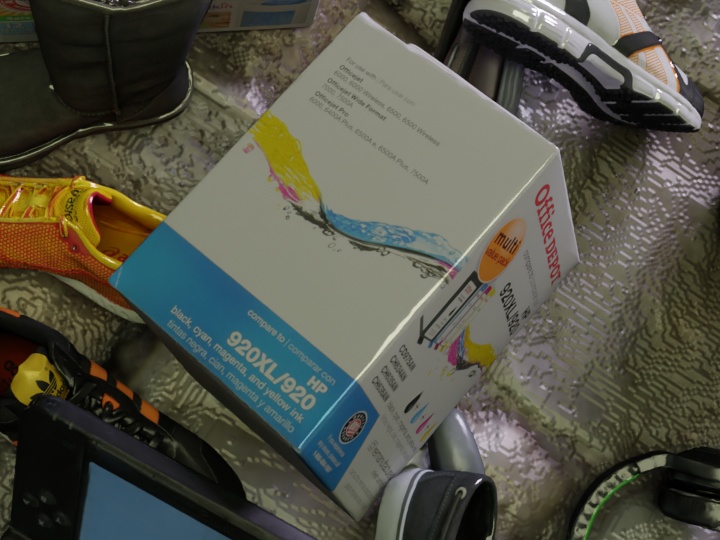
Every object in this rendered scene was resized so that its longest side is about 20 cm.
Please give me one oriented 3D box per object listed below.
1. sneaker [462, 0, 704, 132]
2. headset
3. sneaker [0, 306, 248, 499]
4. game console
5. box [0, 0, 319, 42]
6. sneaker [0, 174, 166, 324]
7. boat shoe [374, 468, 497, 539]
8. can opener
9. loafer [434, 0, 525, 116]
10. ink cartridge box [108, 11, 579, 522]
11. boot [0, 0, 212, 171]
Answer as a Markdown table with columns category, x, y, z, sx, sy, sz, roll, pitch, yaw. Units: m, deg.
| category | x | y | z | sx | sy | sz | roll | pitch | yaw |
| --- | --- | --- | --- | --- | --- | --- | --- | --- | --- |
| sneaker | 0.146 | -0.140 | 0.806 | 0.199 | 0.073 | 0.081 | 26 | 78 | -43 |
| headset | 0.221 | 0.160 | 0.805 | 0.198 | 0.094 | 0.125 | -16 | 86 | 1 |
| sneaker | -0.149 | 0.083 | 0.727 | 0.199 | 0.090 | 0.070 | 31 | 74 | 23 |
| game console | -0.113 | 0.189 | 0.669 | 0.199 | 0.177 | 0.117 | 27 | 43 | 10 |
| box | -0.123 | -0.200 | 0.789 | 0.198 | 0.112 | 0.103 | -5 | 83 | -8 |
| sneaker | -0.181 | -0.031 | 0.770 | 0.198 | 0.077 | 0.074 | 12 | 53 | -11 |
| boat shoe | 0.037 | 0.198 | 0.708 | 0.068 | 0.056 | 0.202 | 33 | 53 | -46 |
| can opener | 0.065 | 0.179 | 0.797 | 0.052 | 0.066 | 0.202 | -21 | 91 | -12 |
| loafer | 0.076 | -0.181 | 0.840 | 0.062 | 0.072 | 0.202 | 8 | 85 | -3 |
| ink cartridge box | 0.000 | 0.000 | 0.742 | 0.144 | 0.147 | 0.200 | 37 | 79 | 24 |
| boot | -0.161 | -0.116 | 0.726 | 0.180 | 0.200 | 0.073 | -19 | 88 | -10 |
